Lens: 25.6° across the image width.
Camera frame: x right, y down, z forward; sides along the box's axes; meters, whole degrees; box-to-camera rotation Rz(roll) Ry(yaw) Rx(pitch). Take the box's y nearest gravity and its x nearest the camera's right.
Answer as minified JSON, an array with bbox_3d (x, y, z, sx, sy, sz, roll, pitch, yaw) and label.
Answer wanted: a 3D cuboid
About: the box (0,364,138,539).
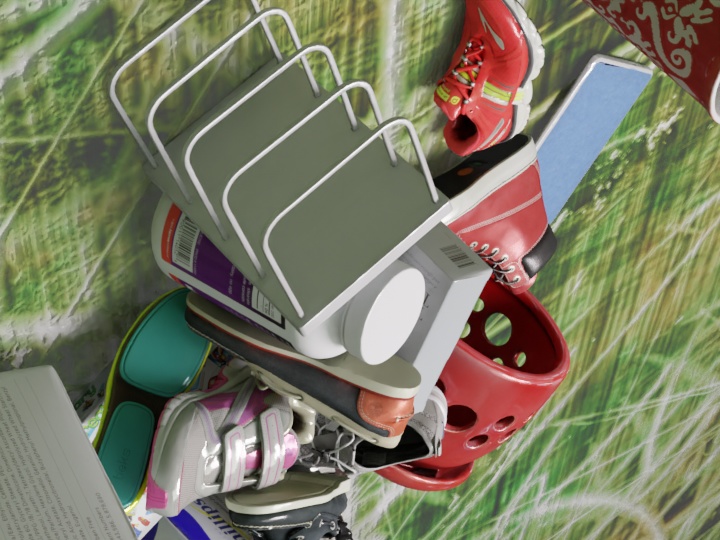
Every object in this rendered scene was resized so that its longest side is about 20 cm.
[{"bbox_3d":[-0.271,0.213,1.175,0.130,0.200,0.199,-8,136,-32],"label":"box"}]

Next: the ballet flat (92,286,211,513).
[{"bbox_3d":[-0.175,0.105,1.252,0.067,0.067,0.201,-41,-154,63],"label":"ballet flat"}]

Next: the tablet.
[{"bbox_3d":[0.210,-0.127,1.591,0.130,0.014,0.200,1,128,-54],"label":"tablet"}]

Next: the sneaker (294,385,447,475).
[{"bbox_3d":[-0.022,0.139,1.371,0.199,0.082,0.075,-9,117,2],"label":"sneaker"}]

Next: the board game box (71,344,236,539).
[{"bbox_3d":[-0.176,0.131,1.334,0.200,0.035,0.126,-46,123,2],"label":"board game box"}]

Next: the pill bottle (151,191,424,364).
[{"bbox_3d":[-0.053,-0.008,1.184,0.112,0.200,0.113,-40,145,-36],"label":"pill bottle"}]

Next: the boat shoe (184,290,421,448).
[{"bbox_3d":[-0.050,0.073,1.230,0.071,0.199,0.063,-52,163,-59],"label":"boat shoe"}]

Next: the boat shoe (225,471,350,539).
[{"bbox_3d":[-0.059,0.207,1.301,0.199,0.074,0.066,5,91,-78],"label":"boat shoe"}]

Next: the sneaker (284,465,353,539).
[{"bbox_3d":[-0.035,0.236,1.465,0.076,0.087,0.201,0,98,-58],"label":"sneaker"}]

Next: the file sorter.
[{"bbox_3d":[-0.061,-0.087,1.093,0.139,0.200,0.125,-40,147,-10],"label":"file sorter"}]

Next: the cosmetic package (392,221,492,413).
[{"bbox_3d":[0.000,0.000,1.279,0.052,0.200,0.151,-15,139,-41],"label":"cosmetic package"}]

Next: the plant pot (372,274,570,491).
[{"bbox_3d":[0.072,0.099,1.508,0.200,0.200,0.183,-3,133,-52],"label":"plant pot"}]

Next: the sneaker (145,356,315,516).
[{"bbox_3d":[-0.097,0.132,1.236,0.200,0.088,0.082,-42,146,-54],"label":"sneaker"}]

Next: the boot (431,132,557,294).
[{"bbox_3d":[0.101,-0.021,1.464,0.200,0.072,0.145,-31,118,-28],"label":"boot"}]

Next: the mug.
[{"bbox_3d":[0.288,-0.245,1.347,0.177,0.200,0.134,-34,149,-21],"label":"mug"}]

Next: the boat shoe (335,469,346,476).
[{"bbox_3d":[-0.045,0.168,1.557,0.072,0.072,0.200,-24,148,14],"label":"boat shoe"}]

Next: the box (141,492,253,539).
[{"bbox_3d":[-0.146,0.307,1.558,0.200,0.105,0.184,-11,137,-58],"label":"box"}]

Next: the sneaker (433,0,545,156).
[{"bbox_3d":[0.101,-0.164,1.338,0.085,0.077,0.200,-30,148,-16],"label":"sneaker"}]
